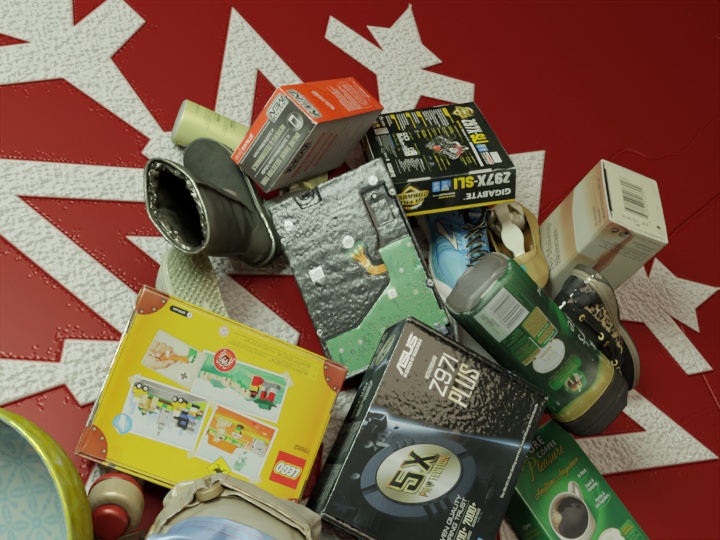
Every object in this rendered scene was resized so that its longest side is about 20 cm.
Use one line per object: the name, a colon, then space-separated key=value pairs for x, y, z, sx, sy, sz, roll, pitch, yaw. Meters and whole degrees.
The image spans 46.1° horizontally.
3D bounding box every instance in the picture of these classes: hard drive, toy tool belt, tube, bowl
hard drive: x=0.000 y=0.000 z=0.905 sx=0.138 sy=0.038 sz=0.203 roll=-24 pitch=82 yaw=2
toy tool belt: x=-0.127 y=0.229 z=0.661 sx=0.196 sy=0.127 sz=0.123 roll=16 pitch=22 yaw=-9
tube: x=-0.125 y=-0.142 z=1.007 sx=0.197 sy=0.052 sz=0.059 roll=22 pitch=77 yaw=-21
bowl: x=-0.273 y=0.196 z=0.627 sx=0.201 sy=0.200 sz=0.108 roll=50 pitch=7 yaw=12

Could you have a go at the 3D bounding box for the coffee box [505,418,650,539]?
coffee box: x=0.230 y=0.271 z=0.912 sx=0.122 sy=0.044 sz=0.201 roll=-26 pitch=73 yaw=-40

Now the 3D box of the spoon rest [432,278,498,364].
spoon rest: x=0.112 y=0.088 z=0.931 sx=0.099 sy=0.061 sz=0.201 roll=-18 pitch=67 yaw=-49

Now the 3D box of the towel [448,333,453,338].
towel: x=0.072 y=0.140 z=0.932 sx=0.141 sy=0.023 sz=0.203 roll=20 pitch=50 yaw=-17

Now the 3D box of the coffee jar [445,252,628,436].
coffee jar: x=0.183 y=0.078 z=0.871 sx=0.085 sy=0.104 sz=0.200 roll=-45 pitch=103 yaw=0

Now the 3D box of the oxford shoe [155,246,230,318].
oxford shoe: x=-0.157 y=0.075 z=0.831 sx=0.074 sy=0.058 sz=0.204 roll=-10 pitch=77 yaw=-31

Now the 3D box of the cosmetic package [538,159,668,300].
cosmetic package: x=0.275 y=-0.026 z=1.044 sx=0.086 sy=0.201 sz=0.105 roll=17 pitch=48 yaw=-16

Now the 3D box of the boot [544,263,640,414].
boot: x=0.251 y=0.110 z=1.003 sx=0.150 sy=0.202 sz=0.073 roll=-41 pitch=40 yaw=-16

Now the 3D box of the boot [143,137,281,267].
boot: x=-0.164 y=-0.079 z=0.854 sx=0.183 sy=0.072 sz=0.199 roll=52 pitch=14 yaw=16

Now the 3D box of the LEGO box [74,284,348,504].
LEGO box: x=-0.129 y=0.120 z=0.754 sx=0.197 sy=0.077 sz=0.151 roll=23 pitch=82 yaw=-13

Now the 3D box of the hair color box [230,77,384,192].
hair color box: x=-0.055 y=-0.160 z=0.967 sx=0.061 sy=0.102 sz=0.200 roll=43 pitch=25 yaw=6

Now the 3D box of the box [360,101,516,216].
box: x=0.088 y=-0.140 z=1.036 sx=0.156 sy=0.050 sz=0.201 roll=-7 pitch=34 yaw=-5

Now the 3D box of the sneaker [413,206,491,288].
sneaker: x=0.125 y=-0.042 z=1.045 sx=0.077 sy=0.090 sz=0.203 roll=-4 pitch=60 yaw=-31

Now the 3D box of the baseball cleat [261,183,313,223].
baseball cleat: x=-0.018 y=-0.039 z=0.976 sx=0.196 sy=0.070 sz=0.108 roll=0 pitch=55 yaw=-28

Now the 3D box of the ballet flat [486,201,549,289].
ballet flat: x=0.193 y=-0.049 z=1.063 sx=0.064 sy=0.068 sz=0.201 roll=59 pitch=11 yaw=-32

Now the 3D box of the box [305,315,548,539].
box: x=0.064 y=0.174 z=0.811 sx=0.162 sy=0.086 sz=0.203 roll=29 pitch=73 yaw=-7
